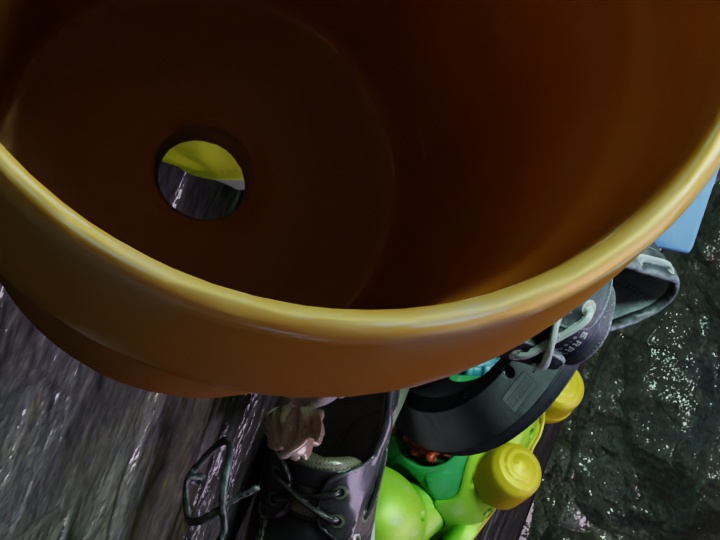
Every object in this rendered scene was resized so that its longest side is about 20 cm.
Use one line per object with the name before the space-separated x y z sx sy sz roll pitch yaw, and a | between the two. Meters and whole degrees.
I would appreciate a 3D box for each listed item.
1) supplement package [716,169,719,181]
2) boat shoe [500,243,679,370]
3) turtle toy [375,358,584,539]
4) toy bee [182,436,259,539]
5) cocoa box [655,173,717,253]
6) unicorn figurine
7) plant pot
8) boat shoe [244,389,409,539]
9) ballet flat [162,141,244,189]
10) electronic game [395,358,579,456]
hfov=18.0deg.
supplement package | 0.157 -0.116 1.305 0.118 0.117 0.200 -64 -164 -22
boat shoe | 0.074 0.009 0.950 0.072 0.068 0.200 -46 162 26
turtle toy | 0.050 0.121 1.473 0.146 0.101 0.200 -44 -169 52
toy bee | -0.060 0.193 0.985 0.200 0.109 0.131 -55 -157 20
cocoa box | 0.108 -0.130 1.065 0.131 0.133 0.200 -111 -147 -62
unicorn figurine | 0.000 0.000 1.102 0.200 0.074 0.137 -52 176 -10
plant pot | -0.025 -0.053 0.561 0.201 0.200 0.183 -64 -176 -23
boat shoe | -0.020 0.103 1.186 0.065 0.072 0.201 51 57 -72
ballet flat | 0.008 -0.048 0.708 0.067 0.199 0.067 -136 -144 -64
electronic game | 0.069 0.002 1.227 0.200 0.042 0.201 -33 -133 45
